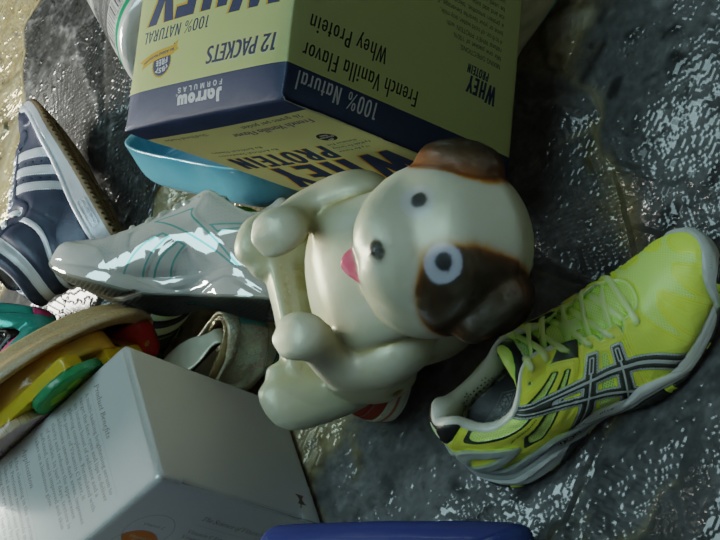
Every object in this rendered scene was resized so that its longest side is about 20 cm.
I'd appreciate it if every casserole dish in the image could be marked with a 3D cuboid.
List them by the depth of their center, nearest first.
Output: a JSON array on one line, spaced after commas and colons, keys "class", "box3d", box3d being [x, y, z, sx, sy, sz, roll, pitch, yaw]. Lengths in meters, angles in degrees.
[{"class": "casserole dish", "box3d": [-0.083, -0.087, 1.114, 0.200, 0.121, 0.039, 13, 124, 45]}]

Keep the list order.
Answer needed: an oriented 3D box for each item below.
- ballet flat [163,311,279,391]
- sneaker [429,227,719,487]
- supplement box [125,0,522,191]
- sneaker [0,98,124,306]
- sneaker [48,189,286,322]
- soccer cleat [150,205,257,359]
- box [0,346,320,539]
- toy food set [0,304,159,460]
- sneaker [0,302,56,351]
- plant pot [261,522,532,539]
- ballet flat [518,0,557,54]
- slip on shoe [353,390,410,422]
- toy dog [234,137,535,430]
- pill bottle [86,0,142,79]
[{"class": "ballet flat", "box3d": [-0.142, 0.095, 1.110, 0.200, 0.062, 0.068, -45, 50, 19]}, {"class": "sneaker", "box3d": [0.125, 0.050, 0.877, 0.200, 0.076, 0.075, -46, 46, 16]}, {"class": "supplement box", "box3d": [-0.014, -0.160, 0.917, 0.134, 0.200, 0.201, -5, 75, 43]}, {"class": "sneaker", "box3d": [-0.273, -0.055, 1.272, 0.108, 0.070, 0.200, -36, 52, 1]}, {"class": "sneaker", "box3d": [-0.121, -0.012, 1.053, 0.200, 0.070, 0.081, 3, 74, 22]}, {"class": "soccer cleat", "box3d": [-0.152, 0.014, 1.141, 0.200, 0.081, 0.068, -40, 50, 23]}, {"class": "box", "box3d": [-0.156, 0.167, 1.028, 0.200, 0.152, 0.107, -40, 49, 21]}, {"class": "toy food set", "box3d": [-0.225, 0.094, 1.061, 0.200, 0.198, 0.049, -40, 78, 20]}, {"class": "sneaker", "box3d": [-0.317, 0.084, 1.257, 0.200, 0.084, 0.121, -24, 62, 24]}, {"class": "plant pot", "box3d": [0.043, 0.230, 0.791, 0.200, 0.180, 0.201, -7, 67, 39]}, {"class": "ballet flat", "box3d": [0.068, -0.143, 1.019, 0.069, 0.069, 0.200, 31, 94, 45]}, {"class": "slip on shoe", "box3d": [0.000, 0.000, 1.014, 0.074, 0.061, 0.201, -32, 50, 56]}, {"class": "toy dog", "box3d": [0.029, 0.008, 0.876, 0.200, 0.193, 0.140, 137, 134, -68]}, {"class": "pill bottle", "box3d": [-0.161, -0.227, 1.224, 0.113, 0.113, 0.200, -50, 39, 14]}]
